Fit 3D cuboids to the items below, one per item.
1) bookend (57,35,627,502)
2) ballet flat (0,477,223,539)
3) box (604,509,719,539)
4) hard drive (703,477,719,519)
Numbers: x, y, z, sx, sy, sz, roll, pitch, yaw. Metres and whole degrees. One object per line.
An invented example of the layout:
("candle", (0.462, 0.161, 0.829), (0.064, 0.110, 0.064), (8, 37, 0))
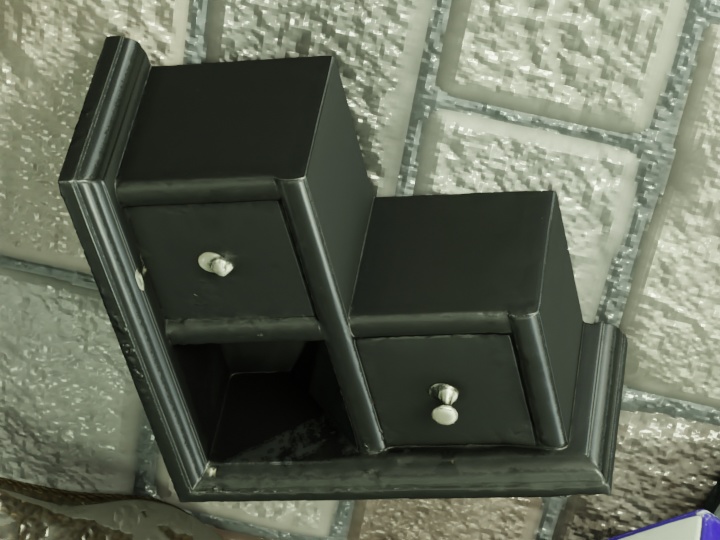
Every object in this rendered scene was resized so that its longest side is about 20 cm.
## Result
("bookend", (0.000, 0.000, 1.131), (0.198, 0.092, 0.200), (-2, 135, 14))
("ballet flat", (-0.147, 0.139, 1.318), (0.199, 0.068, 0.046), (16, 165, -31))
("box", (0.158, 0.222, 1.288), (0.200, 0.105, 0.183), (35, 140, -30))
("hard drive", (0.252, 0.075, 1.190), (0.139, 0.033, 0.201), (18, 136, -4))
